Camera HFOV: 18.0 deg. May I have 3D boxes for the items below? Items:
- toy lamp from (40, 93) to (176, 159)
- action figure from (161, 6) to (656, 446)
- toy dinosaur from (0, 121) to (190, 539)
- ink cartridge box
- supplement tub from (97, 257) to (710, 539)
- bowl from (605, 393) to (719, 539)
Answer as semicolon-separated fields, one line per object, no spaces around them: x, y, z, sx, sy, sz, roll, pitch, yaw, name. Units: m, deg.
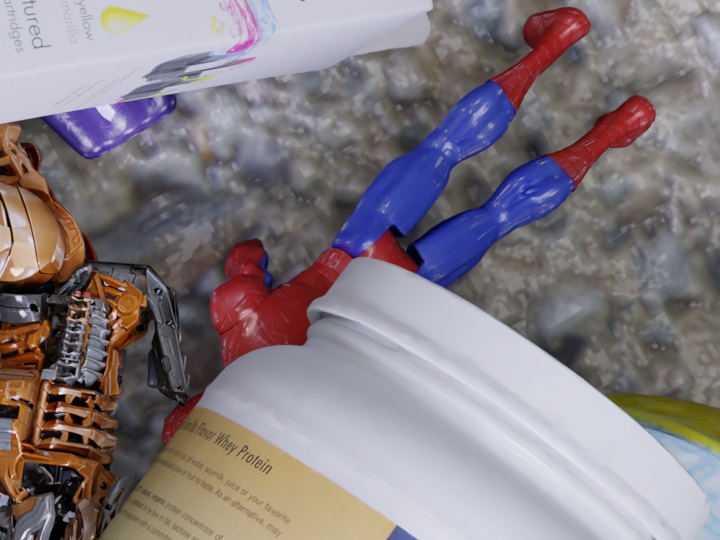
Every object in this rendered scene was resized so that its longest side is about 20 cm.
-0.123;-0.128;0.712;0.058;0.058;0.200;-32;99;-7;toy lamp
0.000;0.000;0.746;0.200;0.099;0.065;-42;97;-28;action figure
-0.124;0.013;0.696;0.135;0.200;0.102;-17;138;2;toy dinosaur
-0.056;-0.115;0.677;0.200;0.068;0.115;-13;86;-33;ink cartridge box
-0.011;0.111;0.610;0.144;0.144;0.200;37;80;-11;supplement tub
0.110;0.125;0.733;0.108;0.200;0.201;-22;100;-51;bowl
